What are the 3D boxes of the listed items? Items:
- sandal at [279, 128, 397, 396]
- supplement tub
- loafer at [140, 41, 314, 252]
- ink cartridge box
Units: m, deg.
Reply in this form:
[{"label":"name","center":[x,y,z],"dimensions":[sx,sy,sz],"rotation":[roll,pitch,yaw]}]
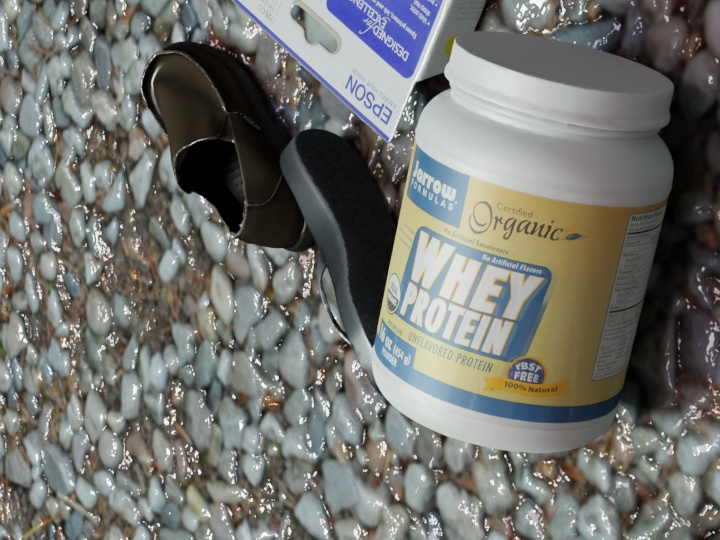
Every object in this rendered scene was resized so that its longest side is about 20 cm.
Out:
[{"label":"sandal","center":[0.000,0.000,1.205],"dimensions":[0.043,0.075,0.202],"rotation":[-49,49,37]},{"label":"supplement tub","center":[0.091,-0.018,1.041],"dimensions":[0.144,0.144,0.202],"rotation":[28,114,43]},{"label":"loafer","center":[-0.100,-0.091,1.304],"dimensions":[0.200,0.071,0.073],"rotation":[48,127,34]},{"label":"ink cartridge box","center":[0.009,-0.218,1.192],"dimensions":[0.198,0.047,0.201],"rotation":[45,127,34]}]
